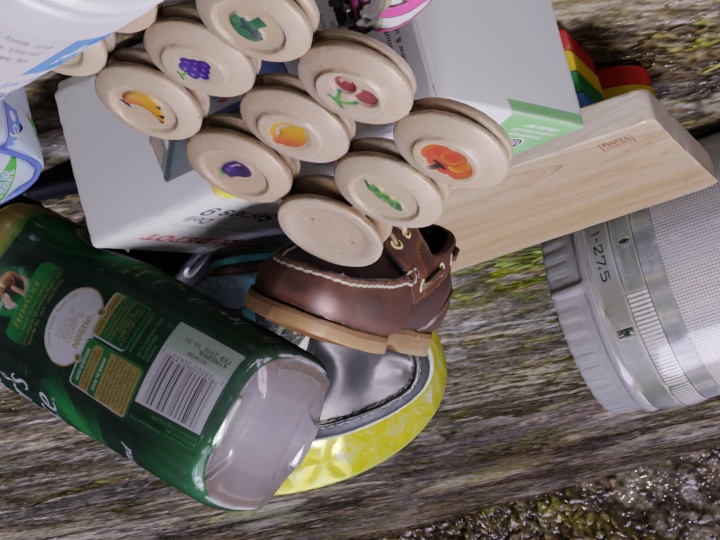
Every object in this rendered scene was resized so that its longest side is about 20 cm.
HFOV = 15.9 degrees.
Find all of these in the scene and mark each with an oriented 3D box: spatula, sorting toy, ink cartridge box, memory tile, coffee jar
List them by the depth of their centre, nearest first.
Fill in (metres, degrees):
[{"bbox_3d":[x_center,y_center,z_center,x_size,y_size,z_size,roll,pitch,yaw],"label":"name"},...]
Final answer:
[{"bbox_3d":[-0.046,-0.074,1.066,0.200,0.017,0.153,33,150,-18],"label":"memory tile"},{"bbox_3d":[-0.019,-0.077,1.208,0.200,0.088,0.145,-19,168,29],"label":"ink cartridge box"},{"bbox_3d":[-0.120,0.034,1.223,0.200,0.085,0.104,28,-179,25],"label":"coffee jar"},{"bbox_3d":[-0.185,-0.030,1.365,0.200,0.021,0.056,-21,161,22],"label":"spatula"},{"bbox_3d":[0.076,-0.064,1.415,0.200,0.070,0.199,-19,167,14],"label":"sorting toy"}]

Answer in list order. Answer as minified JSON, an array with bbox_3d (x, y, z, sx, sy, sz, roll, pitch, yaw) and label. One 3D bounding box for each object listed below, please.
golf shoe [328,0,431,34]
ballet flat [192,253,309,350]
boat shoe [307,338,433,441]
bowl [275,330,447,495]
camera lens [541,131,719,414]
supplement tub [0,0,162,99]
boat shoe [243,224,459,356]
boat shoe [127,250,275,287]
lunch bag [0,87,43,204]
[{"bbox_3d":[0.033,-0.146,0.999,0.092,0.073,0.200,-12,167,-14],"label":"golf shoe"},{"bbox_3d":[-0.055,0.030,1.344,0.074,0.074,0.200,-16,177,4],"label":"ballet flat"},{"bbox_3d":[-0.058,0.064,1.430,0.199,0.075,0.066,0,-174,1],"label":"boat shoe"},{"bbox_3d":[-0.054,0.030,1.535,0.200,0.200,0.108,-14,125,-4],"label":"bowl"},{"bbox_3d":[0.233,-0.006,1.642,0.200,0.160,0.160,-19,167,18],"label":"camera lens"},{"bbox_3d":[-0.148,-0.109,0.814,0.200,0.132,0.132,-24,165,39],"label":"supplement tub"},{"bbox_3d":[0.000,0.000,1.234,0.070,0.070,0.200,24,-175,12],"label":"boat shoe"},{"bbox_3d":[-0.123,0.002,1.461,0.199,0.074,0.068,-27,160,37],"label":"boat shoe"},{"bbox_3d":[-0.239,-0.056,1.076,0.200,0.076,0.160,-18,165,18],"label":"lunch bag"}]
